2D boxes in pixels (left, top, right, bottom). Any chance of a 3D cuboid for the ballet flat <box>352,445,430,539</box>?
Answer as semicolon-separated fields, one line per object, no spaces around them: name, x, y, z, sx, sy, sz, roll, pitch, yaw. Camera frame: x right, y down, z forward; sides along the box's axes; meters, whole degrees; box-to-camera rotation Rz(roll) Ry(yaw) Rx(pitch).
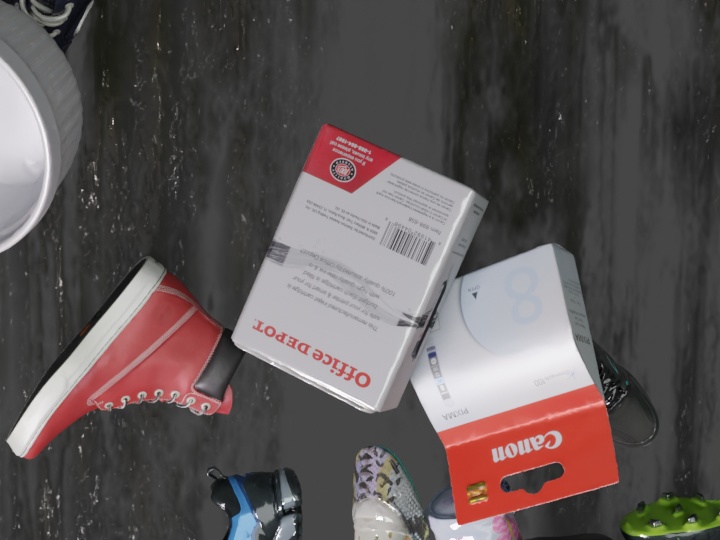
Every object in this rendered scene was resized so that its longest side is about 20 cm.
ballet flat;0.030;0.258;1.269;0.071;0.072;0.202;-19;102;-7

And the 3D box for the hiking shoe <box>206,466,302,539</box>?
hiking shoe;-0.095;0.274;1.260;0.086;0.074;0.202;1;88;-3

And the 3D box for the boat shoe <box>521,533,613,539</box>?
boat shoe;0.186;0.266;1.258;0.199;0.057;0.068;0;84;-51

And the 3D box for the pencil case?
pencil case;0.123;0.288;1.291;0.082;0.091;0.202;-14;100;18

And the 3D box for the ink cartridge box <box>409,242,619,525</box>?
ink cartridge box;0.120;0.097;1.197;0.159;0.047;0.202;-21;66;30

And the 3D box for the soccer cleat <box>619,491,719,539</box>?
soccer cleat;0.339;0.249;1.337;0.198;0.068;0.082;-5;110;-11

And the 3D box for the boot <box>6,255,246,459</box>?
boot;-0.192;0.109;1.215;0.144;0.072;0.200;43;85;-15

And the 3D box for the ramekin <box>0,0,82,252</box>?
ramekin;-0.311;-0.120;1.107;0.198;0.105;0.202;6;119;11

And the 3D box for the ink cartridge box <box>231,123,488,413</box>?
ink cartridge box;0.000;0.000;1.201;0.143;0.084;0.201;25;92;14

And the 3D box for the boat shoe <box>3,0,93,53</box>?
boat shoe;-0.261;-0.207;1.143;0.074;0.093;0.201;27;93;-13

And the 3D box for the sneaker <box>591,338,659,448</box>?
sneaker;0.196;0.099;1.280;0.200;0.079;0.076;39;90;-15
